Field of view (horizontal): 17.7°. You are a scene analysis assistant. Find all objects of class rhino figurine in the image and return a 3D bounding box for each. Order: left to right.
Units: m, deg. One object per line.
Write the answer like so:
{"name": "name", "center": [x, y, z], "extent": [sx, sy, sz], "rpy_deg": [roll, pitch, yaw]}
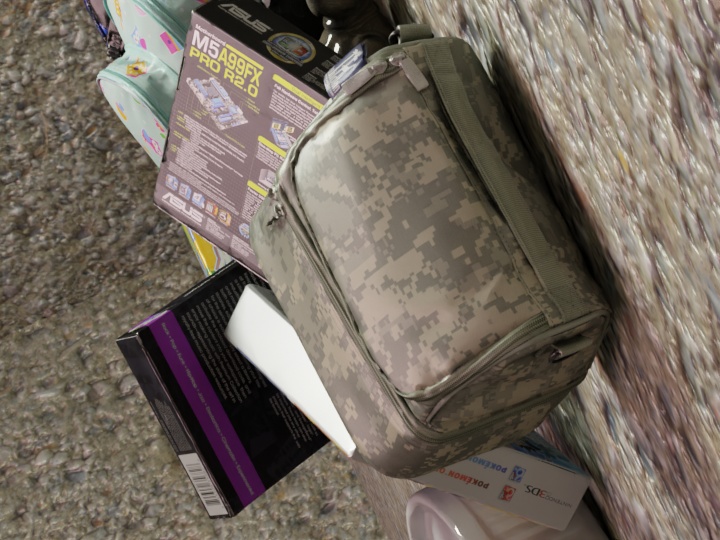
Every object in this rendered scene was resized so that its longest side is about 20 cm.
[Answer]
{"name": "rhino figurine", "center": [-0.002, -0.132, 1.487], "extent": [0.088, 0.059, 0.201], "rpy_deg": [-52, -53, -54]}

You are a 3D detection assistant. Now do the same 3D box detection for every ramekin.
{"name": "ramekin", "center": [0.119, 0.225, 1.604], "extent": [0.203, 0.094, 0.203], "rpy_deg": [57, 165, 25]}

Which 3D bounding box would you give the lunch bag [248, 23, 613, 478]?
{"name": "lunch bag", "center": [0.044, -0.012, 1.255], "extent": [0.201, 0.139, 0.168], "rpy_deg": [63, 148, 17]}

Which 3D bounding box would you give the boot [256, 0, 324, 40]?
{"name": "boot", "center": [-0.025, -0.149, 1.589], "extent": [0.198, 0.073, 0.164], "rpy_deg": [21, -124, -56]}

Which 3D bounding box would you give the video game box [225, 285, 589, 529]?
{"name": "video game box", "center": [0.028, 0.088, 1.521], "extent": [0.181, 0.047, 0.200], "rpy_deg": [19, -169, -32]}

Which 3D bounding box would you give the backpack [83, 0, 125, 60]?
{"name": "backpack", "center": [-0.168, -0.298, 1.928], "extent": [0.168, 0.162, 0.201], "rpy_deg": [-73, -39, -67]}

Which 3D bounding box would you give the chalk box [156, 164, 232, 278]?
{"name": "chalk box", "center": [-0.069, -0.016, 1.912], "extent": [0.201, 0.124, 0.124], "rpy_deg": [62, 175, 26]}

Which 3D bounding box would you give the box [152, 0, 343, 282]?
{"name": "box", "center": [-0.032, -0.060, 1.457], "extent": [0.199, 0.044, 0.161], "rpy_deg": [33, 132, 20]}

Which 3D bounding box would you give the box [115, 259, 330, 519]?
{"name": "box", "center": [-0.061, 0.060, 1.608], "extent": [0.036, 0.200, 0.144], "rpy_deg": [-13, 107, 53]}

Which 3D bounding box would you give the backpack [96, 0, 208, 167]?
{"name": "backpack", "center": [-0.106, -0.146, 1.696], "extent": [0.201, 0.153, 0.176], "rpy_deg": [60, 168, -19]}
